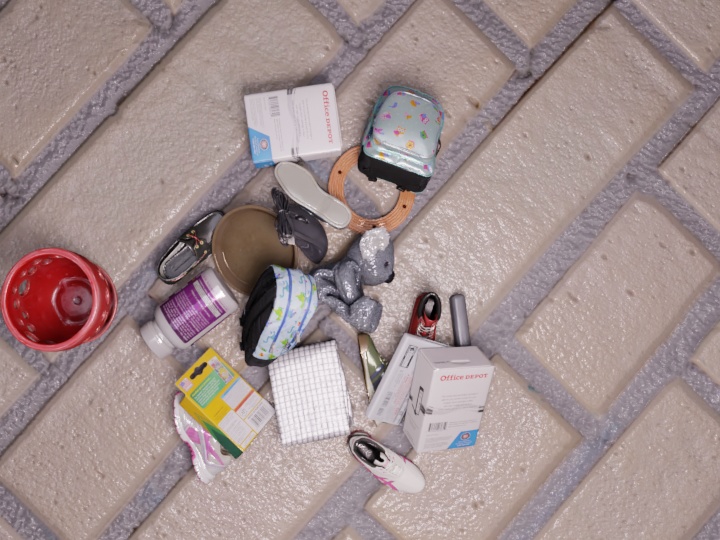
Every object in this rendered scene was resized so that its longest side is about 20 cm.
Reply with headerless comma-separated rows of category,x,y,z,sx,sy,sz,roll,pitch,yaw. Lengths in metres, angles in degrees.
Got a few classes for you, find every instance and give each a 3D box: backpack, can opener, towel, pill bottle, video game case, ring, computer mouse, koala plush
backpack,-0.170,0.079,1.560,0.150,0.203,0.166,3,45,-11
can opener,0.207,0.157,1.665,0.065,0.053,0.206,-7,87,-4
towel,-0.107,0.264,1.634,0.161,0.086,0.205,-12,86,-5
pill bottle,-0.365,0.094,1.614,0.198,0.112,0.113,-37,89,-4
video game case,0.125,0.241,1.605,0.178,0.023,0.203,17,107,-28
backpack,0.093,-0.295,1.624,0.172,0.154,0.204,17,60,-3
ring,0.025,-0.180,1.690,0.195,0.019,0.206,0,88,-3
computer mouse,-0.115,-0.083,1.595,0.052,0.200,0.141,-23,58,15
koala plush,0.000,0.000,1.609,0.182,0.177,0.202,35,90,10

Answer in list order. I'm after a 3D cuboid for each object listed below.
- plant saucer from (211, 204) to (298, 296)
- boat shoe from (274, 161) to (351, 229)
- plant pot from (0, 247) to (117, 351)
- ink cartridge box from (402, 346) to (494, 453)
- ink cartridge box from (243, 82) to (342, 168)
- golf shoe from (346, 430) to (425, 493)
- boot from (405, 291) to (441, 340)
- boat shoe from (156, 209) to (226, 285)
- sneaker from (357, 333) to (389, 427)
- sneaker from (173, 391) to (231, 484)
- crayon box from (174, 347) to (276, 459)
plant saucer,-0.225,-0.043,1.636,0.195,0.030,0.205,3,107,11
boat shoe,-0.104,-0.159,1.645,0.198,0.062,0.076,33,76,-2
plant pot,-0.611,0.060,1.569,0.195,0.182,0.206,0,88,-3
ink cartridge box,0.180,0.265,1.575,0.142,0.084,0.205,0,115,-23
ink cartridge box,-0.145,-0.314,1.655,0.194,0.086,0.151,-8,88,-4
golf shoe,0.055,0.420,1.628,0.197,0.092,0.074,32,85,-2
boot,0.131,0.147,1.617,0.070,0.144,0.206,8,88,-2
boat shoe,-0.361,-0.051,1.647,0.074,0.063,0.202,43,85,2
sneaker,0.052,0.230,1.651,0.087,0.067,0.206,-11,93,-4
sneaker,-0.337,0.346,1.625,0.087,0.081,0.204,-24,95,-8
crayon box,-0.290,0.279,1.607,0.200,0.052,0.126,44,46,-1
